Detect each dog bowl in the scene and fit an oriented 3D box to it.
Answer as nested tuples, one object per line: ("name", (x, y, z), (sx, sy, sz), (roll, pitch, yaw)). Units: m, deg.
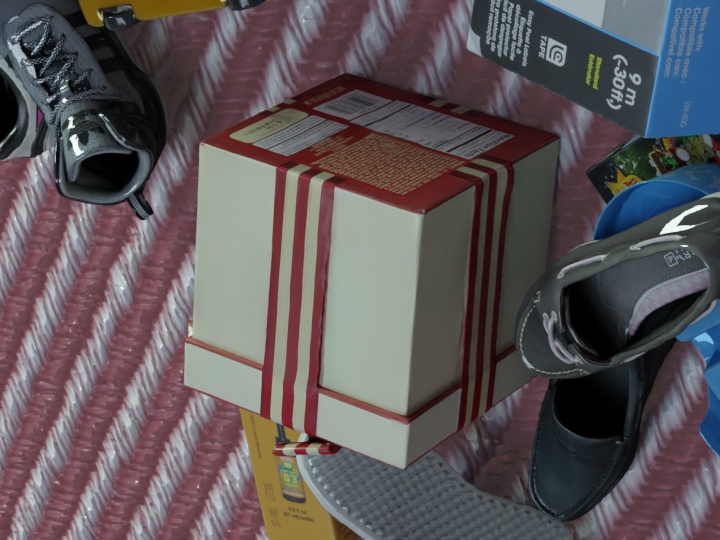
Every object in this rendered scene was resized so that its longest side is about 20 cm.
("dog bowl", (0.214, 0.028, 1.456), (0.111, 0.050, 0.200), (-33, 93, 47))

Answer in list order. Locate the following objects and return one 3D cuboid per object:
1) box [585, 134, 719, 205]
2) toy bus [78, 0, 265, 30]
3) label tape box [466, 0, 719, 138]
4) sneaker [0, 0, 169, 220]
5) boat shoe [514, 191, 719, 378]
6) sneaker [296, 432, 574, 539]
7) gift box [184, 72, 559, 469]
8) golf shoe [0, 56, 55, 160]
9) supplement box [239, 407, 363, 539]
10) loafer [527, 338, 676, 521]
("box", (0.234, -0.008, 1.480), (0.136, 0.038, 0.200), (-33, 93, 46))
("toy bus", (-0.089, -0.197, 1.600), (0.199, 0.078, 0.065), (-4, 115, 41))
("label tape box", (0.156, -0.153, 1.399), (0.200, 0.063, 0.145), (30, 126, 36))
("sneaker", (-0.184, -0.119, 1.666), (0.075, 0.114, 0.200), (-29, 125, 13))
("boat shoe", (0.140, 0.015, 1.433), (0.067, 0.057, 0.200), (55, 137, -2))
("sneaker", (0.030, 0.155, 1.683), (0.200, 0.073, 0.114), (32, 166, -19))
("gift box", (0.000, 0.000, 1.587), (0.199, 0.184, 0.188), (20, 119, 34))
("golf shoe", (-0.236, -0.169, 1.732), (0.072, 0.092, 0.201), (1, 115, 41))
("supplement box", (-0.028, 0.142, 1.776), (0.066, 0.069, 0.201), (9, 123, 35))
("loafer", (0.138, 0.082, 1.594), (0.068, 0.070, 0.201), (35, 134, 18))
